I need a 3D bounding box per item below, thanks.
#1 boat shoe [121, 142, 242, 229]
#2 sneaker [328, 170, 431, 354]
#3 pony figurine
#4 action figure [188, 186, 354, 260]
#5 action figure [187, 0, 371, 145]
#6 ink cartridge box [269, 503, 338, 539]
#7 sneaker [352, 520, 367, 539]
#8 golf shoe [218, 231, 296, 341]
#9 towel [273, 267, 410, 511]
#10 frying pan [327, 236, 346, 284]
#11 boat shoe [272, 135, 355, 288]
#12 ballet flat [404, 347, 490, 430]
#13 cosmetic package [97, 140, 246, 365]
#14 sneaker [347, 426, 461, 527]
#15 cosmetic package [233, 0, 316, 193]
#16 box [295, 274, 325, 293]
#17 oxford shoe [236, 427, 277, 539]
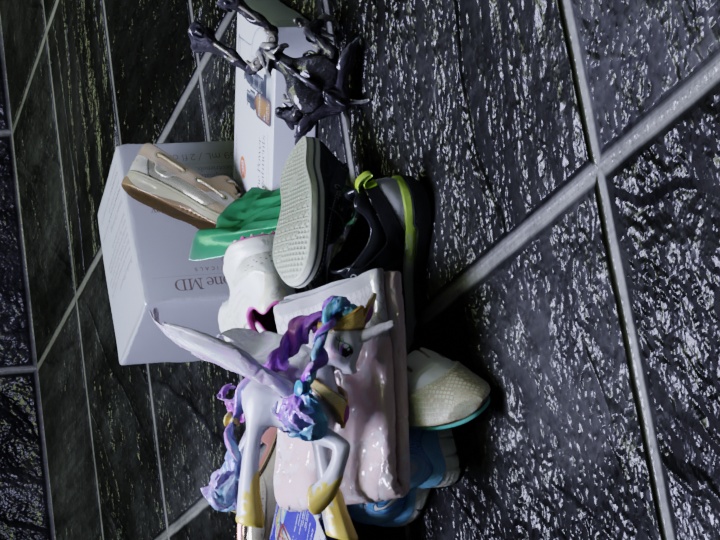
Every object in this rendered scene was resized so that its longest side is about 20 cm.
[{"bbox_3d":[-0.157,-0.075,1.983,0.072,0.199,0.065,103,-167,-74],"label":"boat shoe"},{"bbox_3d":[0.008,0.004,1.629,0.072,0.082,0.202,-130,40,-60],"label":"sneaker"},{"bbox_3d":[-0.070,0.106,1.505,0.191,0.166,0.202,10,92,25],"label":"pony figurine"},{"bbox_3d":[-0.068,-0.049,1.804,0.199,0.118,0.055,-8,128,46],"label":"action figure"},{"bbox_3d":[-0.065,-0.200,1.781,0.199,0.102,0.119,36,104,17],"label":"action figure"},{"bbox_3d":[-0.053,0.299,1.700,0.200,0.047,0.200,-129,49,-68],"label":"ink cartridge box"},{"bbox_3d":[-0.017,0.307,1.763,0.087,0.080,0.201,107,151,-42],"label":"sneaker"},{"bbox_3d":[-0.094,0.052,1.761,0.201,0.075,0.092,89,163,-54],"label":"golf shoe"},{"bbox_3d":[-0.021,0.105,1.571,0.200,0.032,0.193,-18,71,59],"label":"towel"},{"bbox_3d":[-0.005,-0.007,1.736,0.115,0.031,0.192,-121,32,-55],"label":"frying pan"},{"bbox_3d":[-0.038,-0.050,1.670,0.075,0.062,0.201,-51,21,28],"label":"boat shoe"},{"bbox_3d":[0.043,0.095,1.545,0.063,0.067,0.200,57,160,-10],"label":"ballet flat"},{"bbox_3d":[-0.196,-0.020,2.087,0.167,0.166,0.202,121,140,-58],"label":"cosmetic package"},{"bbox_3d":[0.016,0.175,1.623,0.200,0.089,0.079,124,138,-60],"label":"sneaker"},{"bbox_3d":[-0.091,-0.173,1.936,0.151,0.051,0.202,-133,43,-65],"label":"cosmetic package"},{"bbox_3d":[-0.033,0.093,1.768,0.200,0.036,0.144,-113,14,-59],"label":"box"},{"bbox_3d":[-0.070,0.222,1.835,0.071,0.073,0.202,31,-111,-62],"label":"oxford shoe"}]
